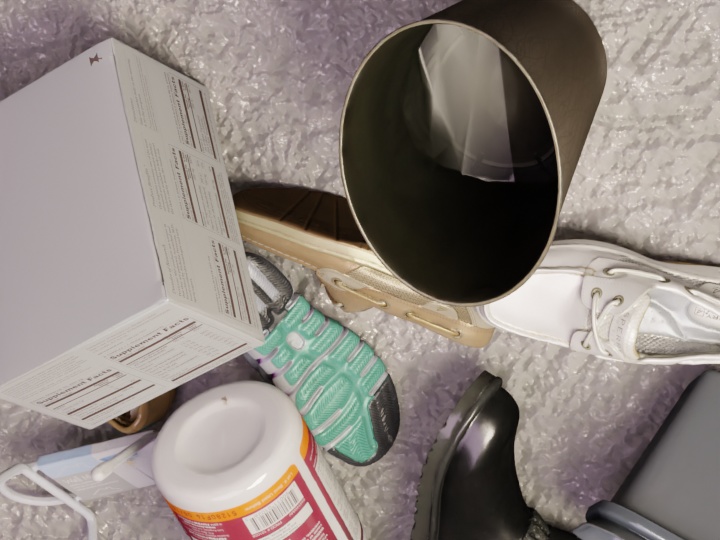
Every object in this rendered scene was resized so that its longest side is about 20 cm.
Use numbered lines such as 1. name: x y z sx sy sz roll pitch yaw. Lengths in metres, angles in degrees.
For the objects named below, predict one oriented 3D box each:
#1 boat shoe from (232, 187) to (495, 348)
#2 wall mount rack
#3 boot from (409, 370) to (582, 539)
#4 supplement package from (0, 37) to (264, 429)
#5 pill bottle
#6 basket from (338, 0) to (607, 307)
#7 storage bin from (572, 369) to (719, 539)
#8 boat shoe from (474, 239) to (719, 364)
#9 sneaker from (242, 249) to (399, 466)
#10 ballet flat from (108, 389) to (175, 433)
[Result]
1. boat shoe: 0.000 0.000 1.734 0.200 0.071 0.065 20 116 7
2. wall mount rack: -0.189 0.156 1.817 0.200 0.075 0.174 -15 148 24
3. boot: 0.121 0.178 1.766 0.158 0.079 0.211 22 128 15
4. supplement package: -0.174 -0.022 1.700 0.156 0.111 0.200 -27 61 25
5. pill bottle: -0.060 0.178 1.776 0.109 0.110 0.200 -8 134 20
6. basket: 0.080 -0.098 1.595 0.136 0.200 0.181 -1 111 18
7. storage bin: 0.262 0.163 1.693 0.200 0.146 0.134 30 81 4
8. boat shoe: 0.173 0.027 1.671 0.200 0.069 0.071 3 116 1
9. sneaker: -0.048 0.052 1.788 0.074 0.088 0.200 -43 117 -11
10. ballet flat: -0.211 0.035 1.818 0.200 0.063 0.069 45 119 -5
